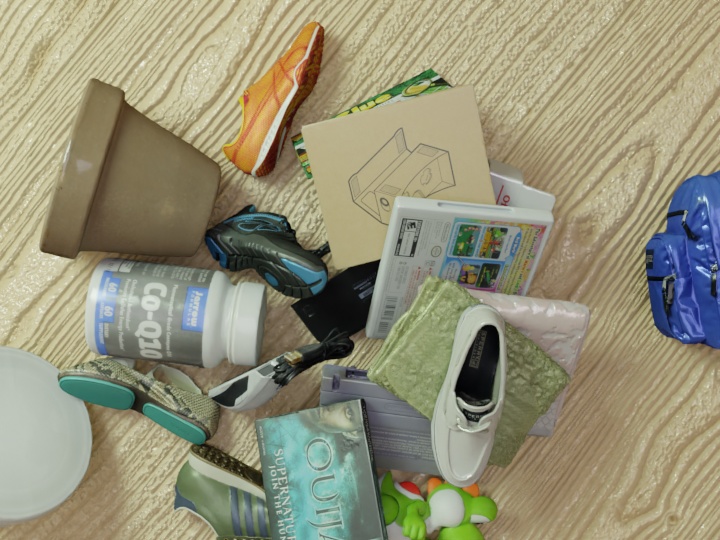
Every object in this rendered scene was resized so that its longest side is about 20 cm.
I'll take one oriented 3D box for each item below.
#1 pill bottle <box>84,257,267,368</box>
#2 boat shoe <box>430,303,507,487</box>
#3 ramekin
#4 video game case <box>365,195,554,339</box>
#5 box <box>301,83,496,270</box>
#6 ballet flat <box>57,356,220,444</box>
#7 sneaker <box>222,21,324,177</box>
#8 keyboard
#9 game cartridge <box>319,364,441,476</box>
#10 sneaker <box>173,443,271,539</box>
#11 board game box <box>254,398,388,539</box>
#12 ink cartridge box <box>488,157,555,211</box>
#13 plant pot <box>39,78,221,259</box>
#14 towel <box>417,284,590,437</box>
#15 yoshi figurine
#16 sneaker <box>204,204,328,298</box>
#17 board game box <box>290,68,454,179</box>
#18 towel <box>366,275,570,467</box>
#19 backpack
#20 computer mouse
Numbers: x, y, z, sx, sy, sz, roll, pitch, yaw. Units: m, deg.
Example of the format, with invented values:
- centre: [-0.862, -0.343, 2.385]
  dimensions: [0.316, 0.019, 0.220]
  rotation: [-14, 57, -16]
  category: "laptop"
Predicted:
- centre: [-0.212, 0.053, 1.031]
  dimensions: [0.195, 0.114, 0.117]
  rotation: [7, 89, 0]
  category: "pill bottle"
- centre: [0.119, 0.140, 0.924]
  dimensions: [0.070, 0.066, 0.205]
  rotation: [12, 102, -1]
  category: "boat shoe"
- centre: [-0.416, 0.196, 0.996]
  dimensions: [0.094, 0.202, 0.204]
  rotation: [-34, 90, 37]
  category: "ramekin"
- centre: [0.108, 0.008, 1.006]
  dimensions: [0.177, 0.024, 0.203]
  rotation: [4, 131, -10]
  category: "video game case"
- centre: [0.047, -0.103, 0.981]
  dimensions: [0.195, 0.021, 0.167]
  rotation: [-13, 101, 5]
  category: "box"
- centre: [-0.260, 0.142, 1.054]
  dimensions: [0.196, 0.068, 0.076]
  rotation: [24, 49, -12]
  category: "ballet flat"
- centre: [-0.105, -0.215, 1.058]
  dimensions: [0.076, 0.073, 0.203]
  rotation: [28, 86, 10]
  category: "sneaker"
- centre: [0.000, 0.000, 1.042]
  dimensions: [0.198, 0.021, 0.128]
  rotation: [-32, 108, 17]
  category: "keyboard"
- centre: [0.046, 0.181, 1.043]
  dimensions: [0.195, 0.039, 0.132]
  rotation: [8, 125, 1]
  category: "game cartridge"
- centre: [-0.136, 0.295, 1.058]
  dimensions: [0.197, 0.067, 0.091]
  rotation: [29, 97, 0]
  category: "sneaker"
- centre: [-0.042, 0.258, 0.993]
  dimensions: [0.132, 0.028, 0.205]
  rotation: [-13, 79, 13]
  category: "board game box"
- centre: [0.119, -0.078, 1.042]
  dimensions: [0.196, 0.067, 0.118]
  rotation: [19, 111, 0]
  category: "ink cartridge box"
- centre: [-0.258, -0.093, 1.010]
  dimensions: [0.171, 0.200, 0.205]
  rotation: [18, 89, -17]
  category: "plant pot"
- centre: [0.153, 0.111, 1.028]
  dimensions: [0.195, 0.032, 0.195]
  rotation: [6, 121, 0]
  category: "towel"
- centre: [0.068, 0.314, 1.041]
  dimensions: [0.195, 0.113, 0.115]
  rotation: [-2, 105, -3]
  category: "yoshi figurine"
- centre: [-0.099, -0.032, 1.006]
  dimensions: [0.082, 0.198, 0.074]
  rotation: [-43, 133, -25]
  category: "sneaker"
- centre: [0.014, -0.177, 1.043]
  dimensions: [0.197, 0.105, 0.024]
  rotation: [-27, 117, -1]
  category: "board game box"
- centre: [0.120, 0.112, 0.971]
  dimensions: [0.198, 0.037, 0.150]
  rotation: [35, 101, -4]
  category: "towel"
- centre: [0.418, -0.015, 1.014]
  dimensions: [0.163, 0.163, 0.205]
  rotation: [-4, 90, 3]
  category: "backpack"
- centre: [-0.101, 0.126, 1.011]
  dimensions: [0.198, 0.109, 0.045]
  rotation: [-28, 89, 43]
  category: "computer mouse"
